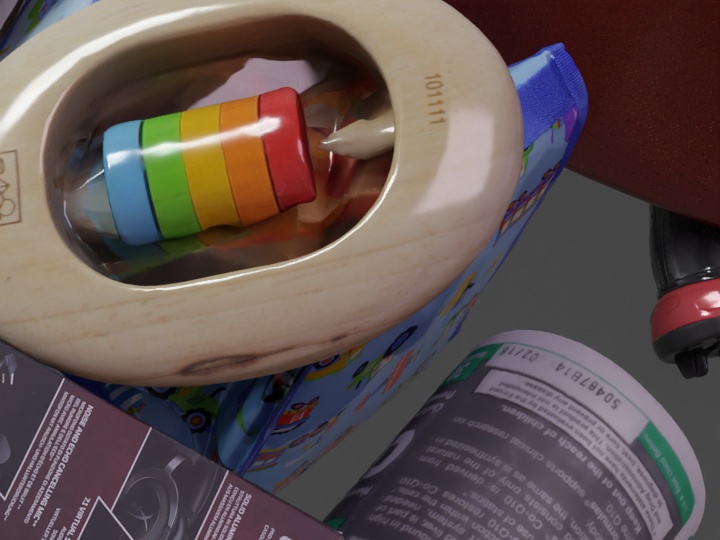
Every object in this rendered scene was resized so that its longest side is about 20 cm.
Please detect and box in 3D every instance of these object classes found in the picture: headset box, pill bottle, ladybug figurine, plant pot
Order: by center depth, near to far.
[{"bbox_3d":[-0.043,-0.026,0.965,0.199,0.072,0.136,-8,72,9],"label":"ladybug figurine"},{"bbox_3d":[-0.112,0.082,1.002,0.200,0.149,0.077,32,75,-20],"label":"headset box"},{"bbox_3d":[0.032,0.125,1.115,0.113,0.113,0.200,45,58,-4],"label":"pill bottle"},{"bbox_3d":[0.144,-0.137,1.198,0.176,0.200,0.200,42,58,10],"label":"plant pot"}]

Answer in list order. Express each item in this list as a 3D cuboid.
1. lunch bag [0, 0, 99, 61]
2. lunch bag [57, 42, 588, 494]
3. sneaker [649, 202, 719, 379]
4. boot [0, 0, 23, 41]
[{"bbox_3d":[-0.083,-0.080,1.112,0.082,0.161,0.200,36,57,-13],"label":"lunch bag"},{"bbox_3d":[0.000,0.000,1.097,0.150,0.200,0.094,-38,90,-32],"label":"lunch bag"},{"bbox_3d":[0.204,-0.018,1.276,0.200,0.071,0.098,-8,77,-26],"label":"sneaker"},{"bbox_3d":[-0.152,-0.112,1.141,0.074,0.075,0.200,40,84,5],"label":"boot"}]
